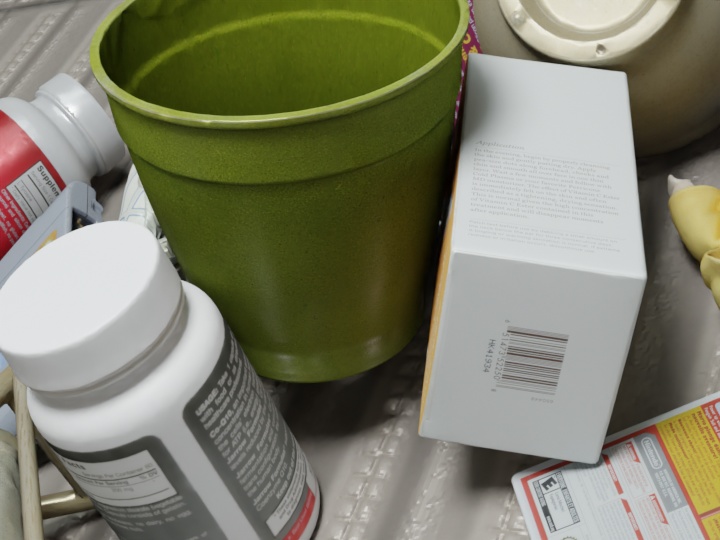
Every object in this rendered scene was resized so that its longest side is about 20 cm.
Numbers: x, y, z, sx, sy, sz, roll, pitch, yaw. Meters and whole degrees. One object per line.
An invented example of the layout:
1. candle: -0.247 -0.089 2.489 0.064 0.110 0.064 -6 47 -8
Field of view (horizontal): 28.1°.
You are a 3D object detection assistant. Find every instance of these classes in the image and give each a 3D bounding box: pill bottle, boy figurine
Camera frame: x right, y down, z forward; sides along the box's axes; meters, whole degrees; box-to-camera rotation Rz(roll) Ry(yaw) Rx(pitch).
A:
1. pill bottle: -0.286 -0.062 1.126 0.200 0.113 0.112 -42 39 -19
2. pill bottle: -0.108 0.078 0.775 0.113 0.201 0.114 -16 37 13
3. boy figurine: 0.231 -0.040 0.823 0.123 0.065 0.201 3 43 30

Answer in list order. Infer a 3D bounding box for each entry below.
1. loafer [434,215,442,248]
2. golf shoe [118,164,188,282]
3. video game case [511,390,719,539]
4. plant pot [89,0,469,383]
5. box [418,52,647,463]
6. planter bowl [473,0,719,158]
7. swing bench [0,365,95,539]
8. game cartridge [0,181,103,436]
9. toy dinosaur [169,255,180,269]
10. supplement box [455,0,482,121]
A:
1. loafer: 0.000 0.000 0.935 0.199 0.063 0.072 -38 69 -8
2. golf shoe: -0.165 -0.012 1.028 0.097 0.079 0.201 -26 35 12
3. video game case: 0.183 0.117 0.701 0.198 0.018 0.143 -23 37 6
4. plant pot: -0.034 -0.049 0.801 0.198 0.194 0.201 -4 35 3
5. box: 0.092 -0.013 0.787 0.096 0.125 0.201 8 36 2
6. planter bowl: 0.155 -0.176 0.888 0.198 0.135 0.202 -1 87 20
7. swing bench: -0.229 0.186 0.782 0.199 0.130 0.199 -26 37 2
8. game cartridge: -0.228 0.040 0.990 0.133 0.041 0.201 -41 33 20
9. toy dinosaur: -0.045 -0.033 0.963 0.199 0.088 0.047 -37 37 -12
10. supplement box: 0.052 -0.181 1.032 0.199 0.132 0.103 -34 21 -10
